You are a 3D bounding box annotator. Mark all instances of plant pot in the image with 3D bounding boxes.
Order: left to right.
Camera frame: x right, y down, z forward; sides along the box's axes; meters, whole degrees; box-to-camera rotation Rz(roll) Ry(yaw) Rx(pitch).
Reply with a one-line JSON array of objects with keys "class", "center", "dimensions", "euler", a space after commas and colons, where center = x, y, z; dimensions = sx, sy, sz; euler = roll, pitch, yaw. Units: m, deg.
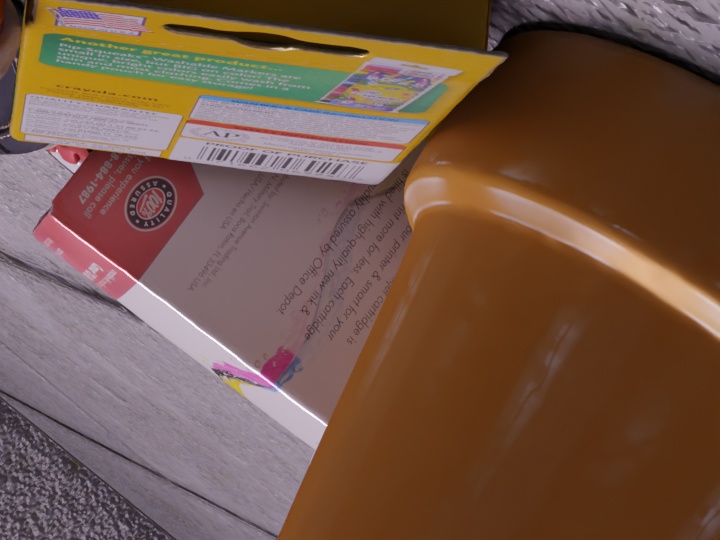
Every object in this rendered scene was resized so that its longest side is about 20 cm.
[{"class": "plant pot", "center": [0.070, 0.061, 0.755], "dimensions": [0.200, 0.183, 0.200], "euler": [35, 168, 8]}]

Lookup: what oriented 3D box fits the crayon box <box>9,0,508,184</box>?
[{"class": "crayon box", "center": [-0.035, -0.072, 0.735], "dimensions": [0.126, 0.052, 0.200], "euler": [7, 172, -9]}]

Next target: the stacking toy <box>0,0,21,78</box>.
[{"class": "stacking toy", "center": [-0.137, -0.146, 0.616], "dimensions": [0.146, 0.200, 0.146], "euler": [15, -156, -7]}]

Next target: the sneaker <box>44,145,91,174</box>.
[{"class": "sneaker", "center": [-0.069, -0.034, 1.022], "dimensions": [0.200, 0.071, 0.098], "euler": [28, 145, 34]}]

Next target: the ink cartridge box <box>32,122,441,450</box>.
[{"class": "ink cartridge box", "center": [0.000, 0.000, 0.883], "dimensions": [0.200, 0.117, 0.067], "euler": [38, 167, -6]}]

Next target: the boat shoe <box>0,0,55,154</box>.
[{"class": "boat shoe", "center": [-0.170, -0.067, 0.997], "dimensions": [0.200, 0.063, 0.073], "euler": [-5, 114, 61]}]

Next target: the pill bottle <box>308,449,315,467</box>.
[{"class": "pill bottle", "center": [0.063, 0.131, 1.233], "dimensions": [0.200, 0.109, 0.109], "euler": [23, 162, 50]}]
